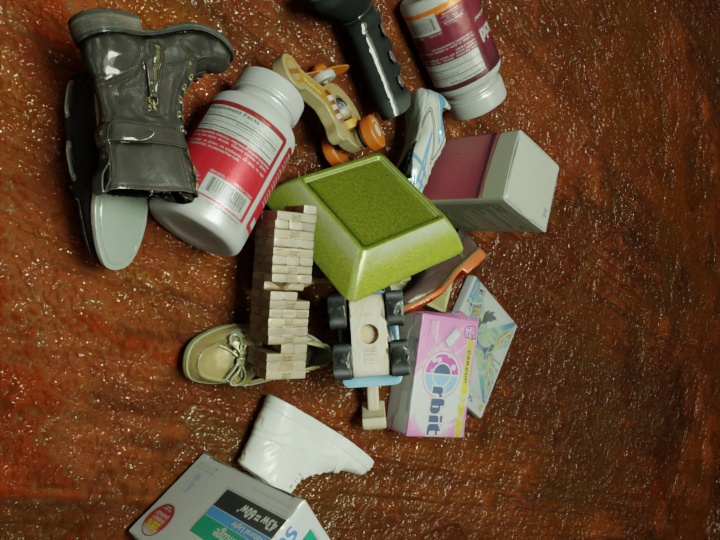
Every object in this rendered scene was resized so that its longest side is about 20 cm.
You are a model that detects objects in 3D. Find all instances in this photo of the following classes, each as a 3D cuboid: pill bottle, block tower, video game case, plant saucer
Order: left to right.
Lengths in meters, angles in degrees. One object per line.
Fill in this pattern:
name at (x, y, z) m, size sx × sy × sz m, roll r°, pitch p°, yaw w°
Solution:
pill bottle at (-0.144, -0.127, 0.712) m, size 0.112 × 0.112 × 0.201 m, roll 41°, pitch 66°, yaw -38°
block tower at (-0.093, 0.023, 0.737) m, size 0.057 × 0.054 × 0.202 m, roll 4°, pitch 92°, yaw -35°
plant saucer at (0.010, -0.076, 0.803) m, size 0.199 × 0.200 × 0.048 m, roll -23°, pitch 149°, yaw -33°
pill bottle at (0.151, -0.347, 0.981) m, size 0.114 × 0.114 × 0.201 m, roll -50°, pitch 125°, yaw -29°
video game case at (0.208, 0.141, 1.143) m, size 0.182 × 0.022 × 0.201 m, roll 43°, pitch 64°, yaw -38°

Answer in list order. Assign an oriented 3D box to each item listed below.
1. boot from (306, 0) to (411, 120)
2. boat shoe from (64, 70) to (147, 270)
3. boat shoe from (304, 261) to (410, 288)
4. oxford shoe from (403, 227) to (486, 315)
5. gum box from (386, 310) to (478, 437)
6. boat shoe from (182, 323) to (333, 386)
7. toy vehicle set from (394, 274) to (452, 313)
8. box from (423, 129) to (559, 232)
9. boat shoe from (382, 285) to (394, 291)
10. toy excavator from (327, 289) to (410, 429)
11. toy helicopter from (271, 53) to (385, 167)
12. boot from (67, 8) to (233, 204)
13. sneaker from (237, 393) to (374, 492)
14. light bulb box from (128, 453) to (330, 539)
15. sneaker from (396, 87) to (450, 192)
boot at (0.005, -0.297, 0.850) m, size 0.201 × 0.065 × 0.165 m, roll 69°, pitch 28°, yaw -26°
boat shoe at (-0.262, -0.102, 0.638) m, size 0.076 × 0.060 × 0.202 m, roll 3°, pitch 89°, yaw -69°
boat shoe at (-0.033, -0.013, 0.807) m, size 0.198 × 0.070 × 0.071 m, roll -1°, pitch 89°, yaw -11°
oxford shoe at (0.110, 0.003, 0.981) m, size 0.200 × 0.071 × 0.073 m, roll -36°, pitch 89°, yaw -33°
gum box at (0.115, 0.160, 1.006) m, size 0.113 × 0.066 × 0.202 m, roll 9°, pitch 87°, yaw -29°
boat shoe at (-0.124, 0.108, 0.786) m, size 0.200 × 0.063 × 0.074 m, roll 7°, pitch 89°, yaw -45°
toy vehicle set at (0.084, -0.019, 1.004) m, size 0.199 × 0.026 × 0.125 m, roll 26°, pitch 76°, yaw -43°
box at (0.181, -0.132, 0.969) m, size 0.128 × 0.199 × 0.110 m, roll 26°, pitch 75°, yaw -42°
boat shoe at (0.000, 0.000, 0.883) m, size 0.064 × 0.070 × 0.201 m, roll -74°, pitch 147°, yaw -74°
toy excavator at (0.016, 0.128, 0.875) m, size 0.200 × 0.099 × 0.196 m, roll 74°, pitch 11°, yaw -81°
toy helicopter at (-0.050, -0.228, 0.811) m, size 0.200 × 0.078 × 0.133 m, roll 22°, pitch 52°, yaw -60°
boot at (-0.190, -0.151, 0.616) m, size 0.199 × 0.069 × 0.175 m, roll -16°, pitch 92°, yaw -53°
sneaker at (-0.076, 0.262, 0.847) m, size 0.200 × 0.073 × 0.116 m, roll 38°, pitch 69°, yaw -29°
light bulb box at (-0.122, 0.342, 0.714) m, size 0.125 × 0.197 × 0.201 m, roll -45°, pitch 124°, yaw -34°
sneaker at (0.093, -0.171, 0.931) m, size 0.072 × 0.072 × 0.202 m, roll 15°, pitch 82°, yaw -20°
